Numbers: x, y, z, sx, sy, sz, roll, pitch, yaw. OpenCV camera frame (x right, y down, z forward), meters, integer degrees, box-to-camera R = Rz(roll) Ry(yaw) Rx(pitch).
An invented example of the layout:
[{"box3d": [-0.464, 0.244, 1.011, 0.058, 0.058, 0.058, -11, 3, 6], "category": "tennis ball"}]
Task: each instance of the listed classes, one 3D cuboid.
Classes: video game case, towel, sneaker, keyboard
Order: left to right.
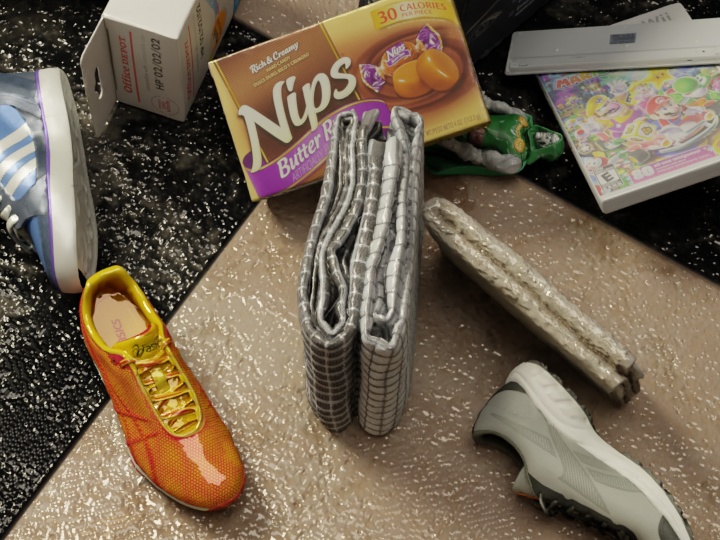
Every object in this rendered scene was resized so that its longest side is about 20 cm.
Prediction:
[{"box3d": [-0.289, -0.062, 1.012, 0.145, 0.081, 0.202, -12, 67, -2], "category": "sneaker"}, {"box3d": [-0.151, 0.087, 0.939, 0.073, 0.077, 0.200, -31, 70, -21], "category": "sneaker"}, {"box3d": [0.000, 0.000, 0.949, 0.085, 0.166, 0.202, 4, 61, 4], "category": "towel"}, {"box3d": [0.129, 0.023, 0.965, 0.200, 0.133, 0.035, 42, 89, 16], "category": "towel"}, {"box3d": [0.163, 0.159, 0.936, 0.079, 0.074, 0.200, -40, 65, -12], "category": "sneaker"}, {"box3d": [0.224, -0.192, 1.107, 0.198, 0.011, 0.057, 0, 44, 19], "category": "keyboard"}, {"box3d": [0.234, -0.139, 1.072, 0.142, 0.018, 0.201, -19, 45, 3], "category": "video game case"}]

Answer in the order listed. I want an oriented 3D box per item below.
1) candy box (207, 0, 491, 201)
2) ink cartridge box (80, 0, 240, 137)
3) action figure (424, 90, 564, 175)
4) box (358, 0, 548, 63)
[{"box3d": [-0.008, -0.140, 1.023, 0.198, 0.056, 0.118, -17, 92, 8], "category": "candy box"}, {"box3d": [-0.157, -0.208, 1.073, 0.067, 0.115, 0.201, 17, 63, 5], "category": "ink cartridge box"}, {"box3d": [0.073, -0.122, 1.084, 0.198, 0.055, 0.119, 11, 62, -2], "category": "action figure"}, {"box3d": [0.109, -0.301, 1.097, 0.117, 0.200, 0.196, 41, 65, 16], "category": "box"}]
